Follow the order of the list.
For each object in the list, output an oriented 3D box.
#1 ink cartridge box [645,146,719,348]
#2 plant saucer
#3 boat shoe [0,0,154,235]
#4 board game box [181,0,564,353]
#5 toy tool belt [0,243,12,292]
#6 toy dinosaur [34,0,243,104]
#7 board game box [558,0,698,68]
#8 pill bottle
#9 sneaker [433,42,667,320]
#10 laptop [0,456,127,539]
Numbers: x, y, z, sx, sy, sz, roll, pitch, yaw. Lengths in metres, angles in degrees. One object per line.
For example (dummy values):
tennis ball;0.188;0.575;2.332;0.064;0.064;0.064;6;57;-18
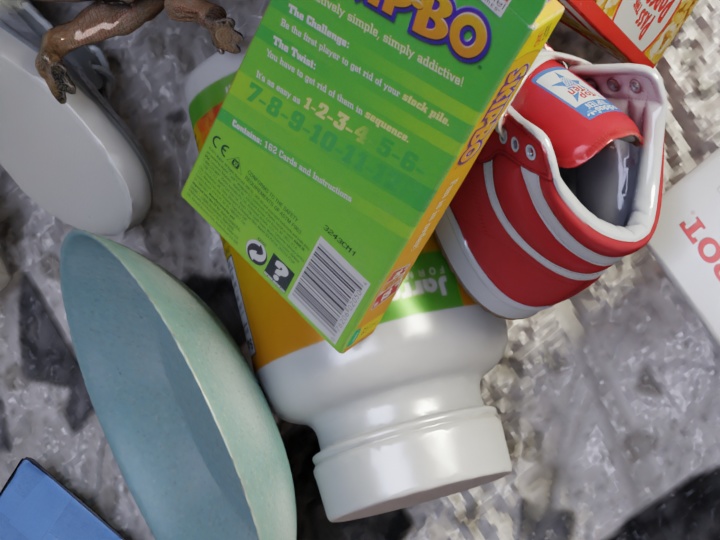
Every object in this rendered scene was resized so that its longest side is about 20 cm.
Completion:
ink cartridge box;0.227;-0.021;0.818;0.200;0.084;0.147;-41;71;18
plant saucer;-0.072;0.069;0.928;0.038;0.201;0.202;-24;74;-21
boat shoe;-0.156;-0.092;1.010;0.200;0.068;0.072;36;136;30
board game box;0.002;-0.065;0.783;0.096;0.030;0.201;44;138;14
toy tool belt;-0.265;-0.051;1.027;0.125;0.123;0.201;-43;71;17
toy dinosaur;-0.084;-0.151;0.928;0.199;0.136;0.086;-16;119;41
board game box;0.045;-0.156;0.844;0.151;0.200;0.046;36;95;22
pill bottle;0.000;0.000;0.908;0.110;0.111;0.202;-19;80;23
sneaker;0.047;-0.083;0.827;0.201;0.071;0.112;59;150;-3
laptop;-0.151;0.226;0.967;0.115;0.200;0.188;29;104;-18
